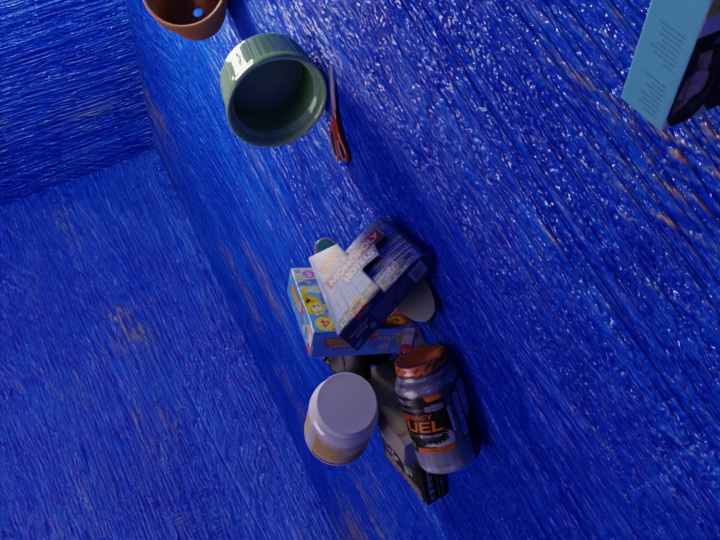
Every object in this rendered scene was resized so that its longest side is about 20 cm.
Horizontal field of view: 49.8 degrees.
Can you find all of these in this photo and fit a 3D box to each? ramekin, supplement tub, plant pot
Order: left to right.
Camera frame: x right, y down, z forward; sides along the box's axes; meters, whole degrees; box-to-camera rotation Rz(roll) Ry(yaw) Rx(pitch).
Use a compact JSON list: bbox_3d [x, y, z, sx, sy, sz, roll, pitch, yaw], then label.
[{"bbox_3d":[-0.390,-0.625,1.792,0.204,0.197,0.140,64,178,9],"label":"plant pot"},{"bbox_3d":[-0.168,-0.341,1.452,0.202,0.196,0.099,90,158,-51],"label":"ramekin"},{"bbox_3d":[-0.039,0.303,1.583,0.147,0.143,0.201,60,159,21],"label":"supplement tub"},{"bbox_3d":[0.133,0.242,1.373,0.122,0.120,0.204,15,125,68],"label":"supplement tub"}]

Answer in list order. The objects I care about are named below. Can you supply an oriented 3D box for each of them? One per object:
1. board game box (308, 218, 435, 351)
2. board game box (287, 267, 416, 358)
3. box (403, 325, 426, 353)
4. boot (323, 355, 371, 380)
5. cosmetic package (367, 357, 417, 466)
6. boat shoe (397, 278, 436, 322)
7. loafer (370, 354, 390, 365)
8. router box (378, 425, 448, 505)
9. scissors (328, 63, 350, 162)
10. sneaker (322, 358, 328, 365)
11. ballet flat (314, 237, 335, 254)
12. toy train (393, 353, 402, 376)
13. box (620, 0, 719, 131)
[{"bbox_3d":[0.000,0.000,1.345,0.062,0.200,0.200,42,-179,-42],"label":"board game box"},{"bbox_3d":[-0.020,0.071,1.430,0.197,0.195,0.057,-118,32,-51],"label":"board game box"},{"bbox_3d":[0.126,0.207,1.484,0.204,0.038,0.041,69,161,-3],"label":"box"},{"bbox_3d":[0.004,0.141,1.576,0.195,0.073,0.167,11,108,38],"label":"boot"},{"bbox_3d":[0.083,0.289,1.609,0.201,0.102,0.074,50,156,40],"label":"cosmetic package"},{"bbox_3d":[0.073,0.022,1.391,0.201,0.074,0.063,45,-177,35],"label":"boat shoe"},{"bbox_3d":[0.008,0.103,1.651,0.067,0.070,0.204,-27,89,31],"label":"loafer"},{"bbox_3d":[0.111,0.394,1.716,0.200,0.061,0.153,40,147,55],"label":"router box"},{"bbox_3d":[-0.052,-0.293,1.448,0.073,0.014,0.204,47,154,53],"label":"scissors"},{"bbox_3d":[-0.082,0.200,2.043,0.201,0.072,0.090,-118,15,-49],"label":"sneaker"},{"bbox_3d":[-0.046,0.020,1.740,0.203,0.068,0.071,63,180,22],"label":"ballet flat"},{"bbox_3d":[0.089,0.198,1.571,0.202,0.045,0.034,59,161,24],"label":"toy train"},{"bbox_3d":[0.255,-0.203,0.549,0.049,0.081,0.202,53,158,34],"label":"box"}]
